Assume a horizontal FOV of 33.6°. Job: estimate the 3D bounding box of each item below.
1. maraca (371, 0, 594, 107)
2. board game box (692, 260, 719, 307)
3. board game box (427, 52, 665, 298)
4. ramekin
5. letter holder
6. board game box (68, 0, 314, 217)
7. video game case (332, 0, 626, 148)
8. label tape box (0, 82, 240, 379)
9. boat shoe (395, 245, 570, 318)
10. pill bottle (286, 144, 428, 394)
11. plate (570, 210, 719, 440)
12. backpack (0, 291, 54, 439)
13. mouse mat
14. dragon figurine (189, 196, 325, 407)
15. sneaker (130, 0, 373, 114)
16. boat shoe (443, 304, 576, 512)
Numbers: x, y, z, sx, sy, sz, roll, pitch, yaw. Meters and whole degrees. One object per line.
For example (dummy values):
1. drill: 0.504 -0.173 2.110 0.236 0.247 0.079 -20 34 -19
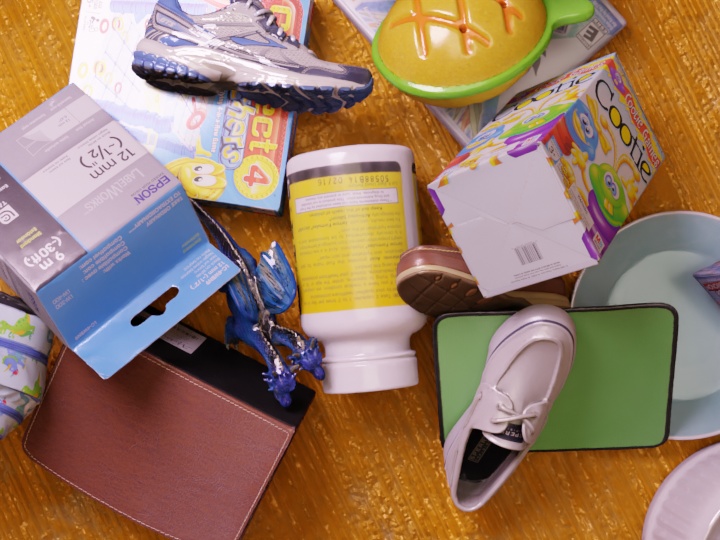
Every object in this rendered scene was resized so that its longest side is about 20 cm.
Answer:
1. maraca: 0.102 -0.208 0.999 0.200 0.107 0.137 -33 56 -15
2. board game box: 0.398 0.016 1.015 0.200 0.062 0.200 34 82 -8
3. board game box: 0.153 -0.080 0.950 0.105 0.200 0.103 -19 106 36
4. ramekin: 0.347 0.244 1.005 0.199 0.105 0.201 0 87 -1
5. letter holder: -0.162 0.131 1.008 0.199 0.101 0.143 27 104 1
6. board game box: -0.150 -0.160 1.040 0.195 0.056 0.201 8 88 0
7. video game case: 0.104 -0.232 1.062 0.182 0.022 0.200 -42 89 -2
8. label tape box: -0.212 -0.034 0.927 0.200 0.066 0.143 41 66 20
9. boat shoe: 0.100 0.003 0.991 0.072 0.200 0.068 -23 66 39
10. pill bottle: 0.000 0.000 1.008 0.111 0.111 0.201 -6 87 -1
11. plate: 0.281 0.048 1.052 0.199 0.026 0.201 0 89 0
12. backpack: -0.341 0.057 0.928 0.199 0.163 0.154 3 77 -30
13. mouse mat: 0.163 0.094 1.003 0.199 0.008 0.161 -2 126 6
14. dragon figurine: -0.090 0.013 0.983 0.059 0.099 0.201 -22 94 -27
15. sneaker: -0.084 -0.184 0.978 0.199 0.077 0.086 10 84 -1
16. boat shoe: 0.119 0.118 0.977 0.072 0.066 0.200 21 124 -12
